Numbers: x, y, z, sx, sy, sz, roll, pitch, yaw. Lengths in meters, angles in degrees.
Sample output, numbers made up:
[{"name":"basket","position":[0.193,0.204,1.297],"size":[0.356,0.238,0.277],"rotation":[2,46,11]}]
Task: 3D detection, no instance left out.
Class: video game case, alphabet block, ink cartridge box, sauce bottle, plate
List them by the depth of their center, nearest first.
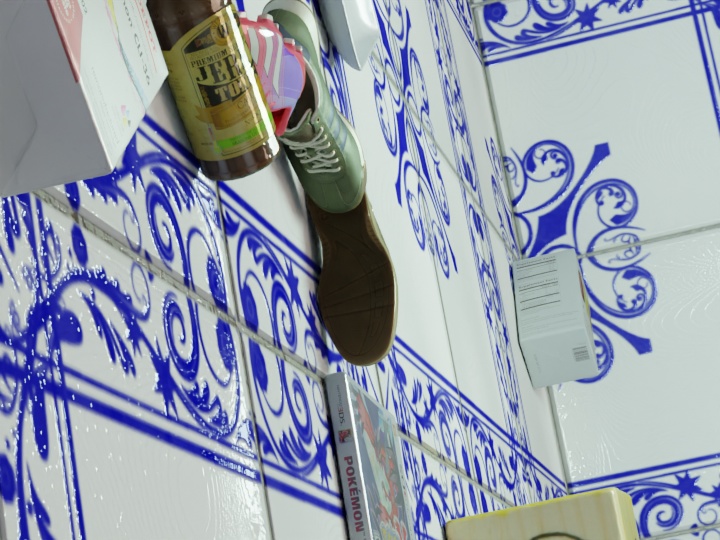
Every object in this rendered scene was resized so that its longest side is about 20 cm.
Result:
[{"name":"ink cartridge box","position":[-0.162,-0.133,1.094],"size":[0.200,0.067,0.117],"rotation":[-79,154,-65]},{"name":"sauce bottle","position":[-0.113,-0.161,1.405],"size":[0.065,0.065,0.200],"rotation":[-84,157,-60]},{"name":"video game case","position":[0.015,0.198,1.764],"size":[0.200,0.023,0.183],"rotation":[47,31,-69]},{"name":"plate","position":[-0.027,-0.324,2.140],"size":[0.200,0.032,0.200],"rotation":[-68,144,-71]},{"name":"alphabet block","position":[0.214,0.354,2.167],"size":[0.196,0.195,0.200],"rotation":[40,37,-76]}]

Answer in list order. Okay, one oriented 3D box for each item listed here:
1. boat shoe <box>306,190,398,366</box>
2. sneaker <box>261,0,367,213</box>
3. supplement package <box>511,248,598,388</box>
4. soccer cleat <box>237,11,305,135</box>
[{"name":"boat shoe","position":[0.000,0.000,1.786],"size":[0.065,0.071,0.200],"rotation":[57,21,-60]},{"name":"sneaker","position":[-0.052,-0.126,1.704],"size":[0.090,0.067,0.200],"rotation":[-67,144,-60]},{"name":"supplement package","position":[0.317,0.076,3.266],"size":[0.200,0.109,0.114],"rotation":[-91,164,-49]},{"name":"soccer cleat","position":[-0.088,-0.153,1.544],"size":[0.200,0.067,0.077],"rotation":[14,80,-76]}]
